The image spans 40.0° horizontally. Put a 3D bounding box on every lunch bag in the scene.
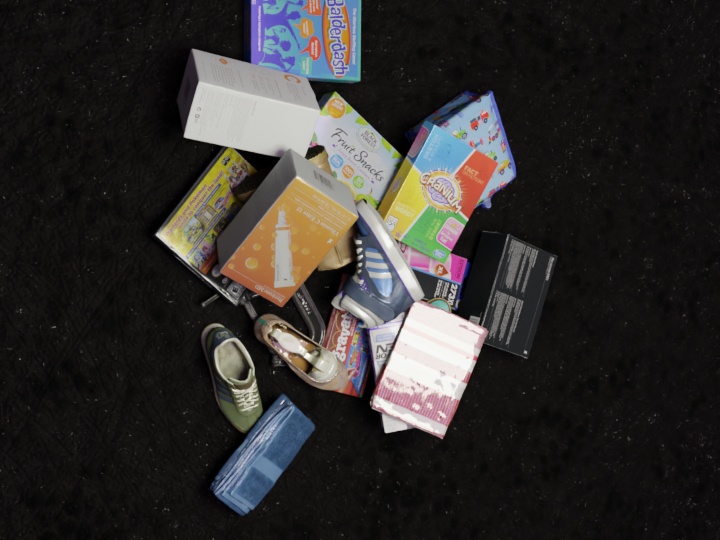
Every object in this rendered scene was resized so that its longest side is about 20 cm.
[{"bbox_3d":[0.197,-0.200,1.790,0.150,0.094,0.201,-36,114,-18],"label":"lunch bag"}]

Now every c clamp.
[{"bbox_3d":[-0.153,0.083,1.682,0.171,0.027,0.201,-41,108,-23],"label":"c clamp"}]

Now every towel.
[{"bbox_3d":[-0.159,0.314,1.663,0.201,0.048,0.112,-52,139,-13],"label":"towel"},{"bbox_3d":[0.115,0.165,1.677,0.143,0.023,0.201,24,87,-5],"label":"towel"}]

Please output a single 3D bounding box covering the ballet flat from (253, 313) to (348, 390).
[{"bbox_3d":[-0.093,0.144,1.655,0.199,0.067,0.068,34,78,-20],"label":"ballet flat"}]

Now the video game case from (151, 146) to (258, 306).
[{"bbox_3d":[-0.215,-0.075,1.626,0.181,0.025,0.201,43,69,-22],"label":"video game case"}]

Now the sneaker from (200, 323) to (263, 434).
[{"bbox_3d":[-0.203,0.186,1.628,0.067,0.090,0.202,-25,104,-22],"label":"sneaker"}]

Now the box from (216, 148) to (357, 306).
[{"bbox_3d":[-0.117,-0.065,1.547,0.124,0.098,0.200,30,112,-27],"label":"box"}]

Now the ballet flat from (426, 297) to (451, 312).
[{"bbox_3d":[0.101,0.140,1.781,0.068,0.063,0.201,28,88,5],"label":"ballet flat"}]

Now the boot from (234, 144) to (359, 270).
[{"bbox_3d":[-0.093,-0.084,1.641,0.174,0.066,0.201,-24,117,-5],"label":"boot"}]

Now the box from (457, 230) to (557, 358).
[{"bbox_3d":[0.268,0.045,1.830,0.140,0.079,0.202,20,85,-34],"label":"box"}]

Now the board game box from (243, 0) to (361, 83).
[{"bbox_3d":[-0.096,-0.397,1.659,0.198,0.045,0.154,-2,95,-25],"label":"board game box"}]

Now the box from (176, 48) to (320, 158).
[{"bbox_3d":[-0.179,-0.261,1.568,0.198,0.125,0.098,10,122,-22],"label":"box"}]

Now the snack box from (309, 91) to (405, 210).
[{"bbox_3d":[-0.023,-0.186,1.704,0.200,0.053,0.143,41,77,-22],"label":"snack box"}]

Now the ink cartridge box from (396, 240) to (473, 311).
[{"bbox_3d":[0.132,0.009,1.790,0.199,0.037,0.096,18,84,-32],"label":"ink cartridge box"}]

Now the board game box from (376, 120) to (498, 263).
[{"bbox_3d":[0.128,-0.133,1.706,0.152,0.040,0.201,25,97,-29],"label":"board game box"}]

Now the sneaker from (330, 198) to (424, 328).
[{"bbox_3d":[0.000,0.000,1.639,0.146,0.081,0.201,-30,102,8],"label":"sneaker"}]

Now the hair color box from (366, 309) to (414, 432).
[{"bbox_3d":[0.076,0.171,1.715,0.108,0.065,0.202,-9,91,-4],"label":"hair color box"}]

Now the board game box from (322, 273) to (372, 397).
[{"bbox_3d":[-0.014,0.116,1.742,0.102,0.019,0.202,18,86,-32],"label":"board game box"}]
